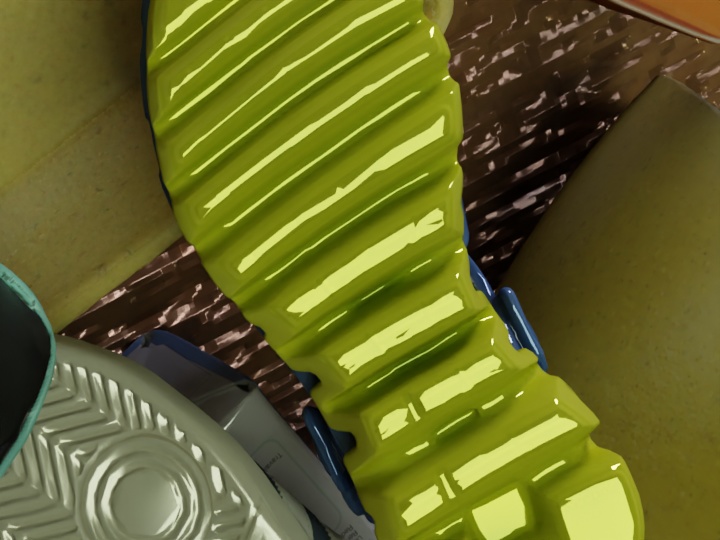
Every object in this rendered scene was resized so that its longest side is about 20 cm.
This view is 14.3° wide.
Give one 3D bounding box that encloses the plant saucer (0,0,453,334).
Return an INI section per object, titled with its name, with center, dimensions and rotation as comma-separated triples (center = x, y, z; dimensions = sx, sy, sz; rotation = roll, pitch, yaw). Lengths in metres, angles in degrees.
[plant saucer]
center = -0.110, -0.083, 0.720
dimensions = 0.200, 0.049, 0.200
rotation = -37, 118, 7

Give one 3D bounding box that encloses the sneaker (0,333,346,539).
[sneaker]
center = -0.028, 0.090, 0.742
dimensions = 0.200, 0.085, 0.075
rotation = 42, 93, -5

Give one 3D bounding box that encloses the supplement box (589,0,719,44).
[supplement box]
center = 0.103, -0.172, 0.817
dimensions = 0.069, 0.066, 0.201
rotation = 18, 96, -30

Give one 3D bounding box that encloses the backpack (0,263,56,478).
[backpack]
center = -0.186, 0.051, 0.626
dimensions = 0.176, 0.153, 0.201
rotation = 50, 47, -43

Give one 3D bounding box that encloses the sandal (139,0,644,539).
[sandal]
center = 0.000, 0.000, 0.716
dimensions = 0.079, 0.087, 0.201
rotation = -23, 98, -6

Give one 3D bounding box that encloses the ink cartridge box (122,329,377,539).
[ink cartridge box]
center = -0.033, 0.136, 0.827
dimensions = 0.136, 0.076, 0.200
rotation = -45, 117, -9

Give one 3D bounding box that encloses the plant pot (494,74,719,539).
[plant pot]
center = 0.096, 0.067, 0.817
dimensions = 0.142, 0.200, 0.200
rotation = -40, 119, 0
